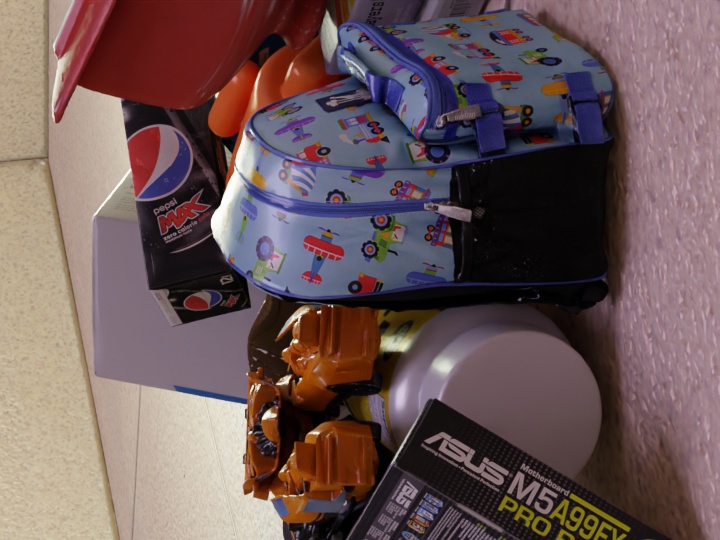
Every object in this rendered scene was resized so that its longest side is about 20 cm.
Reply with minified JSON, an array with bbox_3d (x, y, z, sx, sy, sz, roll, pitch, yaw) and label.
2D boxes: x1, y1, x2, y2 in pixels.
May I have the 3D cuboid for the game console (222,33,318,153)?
[{"bbox_3d":[-0.054,-0.211,1.521,0.118,0.170,0.200,49,156,24],"label":"game console"}]

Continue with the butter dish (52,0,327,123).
[{"bbox_3d":[-0.091,-0.186,1.312,0.200,0.147,0.200,-59,11,36],"label":"butter dish"}]

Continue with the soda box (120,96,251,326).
[{"bbox_3d":[-0.129,-0.066,1.518,0.071,0.063,0.201,69,-172,-62],"label":"soda box"}]

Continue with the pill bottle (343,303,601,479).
[{"bbox_3d":[0.060,0.065,1.205,0.200,0.114,0.115,-153,58,-73],"label":"pill bottle"}]

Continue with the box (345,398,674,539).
[{"bbox_3d":[0.075,0.156,1.107,0.044,0.160,0.200,-58,-4,-25],"label":"box"}]

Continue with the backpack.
[{"bbox_3d":[0.020,-0.057,1.135,0.183,0.199,0.135,-123,30,-64],"label":"backpack"}]

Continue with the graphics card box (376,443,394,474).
[{"bbox_3d":[0.036,0.100,1.455,0.126,0.051,0.201,-114,21,-53],"label":"graphics card box"}]

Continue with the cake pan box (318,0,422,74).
[{"bbox_3d":[0.000,-0.251,1.311,0.184,0.052,0.201,124,139,-65],"label":"cake pan box"}]

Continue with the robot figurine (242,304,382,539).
[{"bbox_3d":[-0.030,0.085,1.203,0.200,0.058,0.146,136,138,-71],"label":"robot figurine"}]

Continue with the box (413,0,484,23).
[{"bbox_3d":[0.036,-0.235,1.345,0.144,0.036,0.201,115,148,-64],"label":"box"}]

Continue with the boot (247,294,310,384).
[{"bbox_3d":[0.000,0.000,1.352,0.072,0.155,0.201,26,133,25],"label":"boot"}]

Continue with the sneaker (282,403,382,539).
[{"bbox_3d":[-0.005,0.128,1.438,0.083,0.072,0.201,26,125,46],"label":"sneaker"}]

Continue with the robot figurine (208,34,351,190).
[{"bbox_3d":[-0.028,-0.079,1.452,0.200,0.143,0.117,113,157,-50],"label":"robot figurine"}]

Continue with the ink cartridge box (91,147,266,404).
[{"bbox_3d":[-0.111,-0.012,1.659,0.200,0.147,0.145,-61,-22,-59],"label":"ink cartridge box"}]
